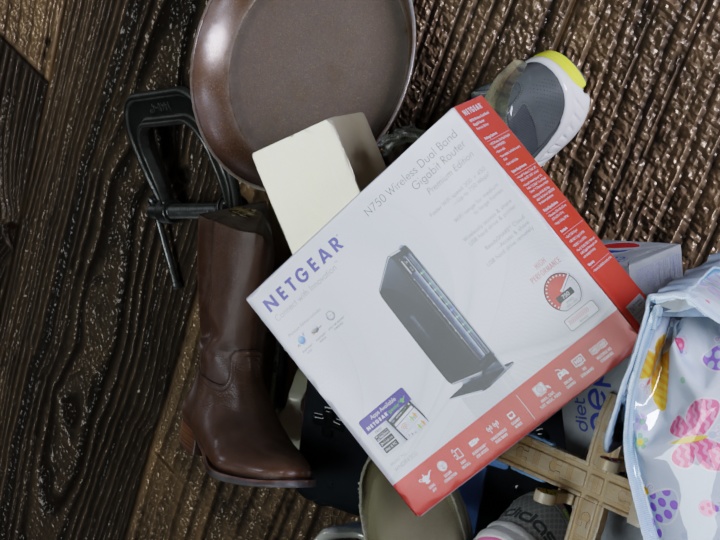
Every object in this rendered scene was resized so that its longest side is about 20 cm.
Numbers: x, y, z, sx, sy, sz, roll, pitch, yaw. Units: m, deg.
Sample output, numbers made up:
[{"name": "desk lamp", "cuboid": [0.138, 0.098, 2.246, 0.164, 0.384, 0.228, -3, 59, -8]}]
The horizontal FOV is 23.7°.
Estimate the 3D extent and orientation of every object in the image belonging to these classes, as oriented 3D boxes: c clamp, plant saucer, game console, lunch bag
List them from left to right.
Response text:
[{"name": "c clamp", "cuboid": [-0.141, -0.072, 1.412, 0.200, 0.027, 0.172, -7, 105, 63]}, {"name": "plant saucer", "cuboid": [-0.038, -0.153, 1.250, 0.199, 0.032, 0.201, -7, 78, 33]}, {"name": "game console", "cuboid": [0.053, 0.121, 1.237, 0.199, 0.031, 0.178, 17, 117, 15]}, {"name": "lunch bag", "cuboid": [0.218, 0.095, 0.991, 0.127, 0.169, 0.201, -14, 93, 25]}]

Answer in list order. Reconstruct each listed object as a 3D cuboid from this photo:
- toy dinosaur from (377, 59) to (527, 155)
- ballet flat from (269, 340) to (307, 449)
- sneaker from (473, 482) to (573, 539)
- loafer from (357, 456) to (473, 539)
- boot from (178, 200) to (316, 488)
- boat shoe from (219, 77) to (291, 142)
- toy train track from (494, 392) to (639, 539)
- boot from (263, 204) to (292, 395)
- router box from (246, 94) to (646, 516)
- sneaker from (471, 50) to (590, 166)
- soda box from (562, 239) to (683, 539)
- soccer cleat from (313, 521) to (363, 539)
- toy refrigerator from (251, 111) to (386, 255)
[{"name": "toy dinosaur", "cuboid": [0.058, -0.054, 1.099, 0.088, 0.047, 0.201, 17, 123, 20]}, {"name": "ballet flat", "cuboid": [-0.037, 0.072, 1.323, 0.074, 0.074, 0.201, 23, 117, 40]}, {"name": "sneaker", "cuboid": [0.137, 0.221, 1.201, 0.074, 0.087, 0.200, 23, 148, 37]}, {"name": "loafer", "cuboid": [0.042, 0.198, 1.166, 0.068, 0.075, 0.201, 69, -174, -57]}, {"name": "boot", "cuboid": [-0.080, 0.051, 1.280, 0.186, 0.064, 0.201, 17, 100, 55]}, {"name": "boat shoe", "cuboid": [-0.045, -0.085, 1.301, 0.200, 0.066, 0.072, 52, 134, 22]}, {"name": "toy train track", "cuboid": [0.113, 0.124, 1.106, 0.200, 0.032, 0.115, 20, 98, 44]}, {"name": "boot", "cuboid": [-0.072, 0.040, 1.369, 0.073, 0.075, 0.201, 26, 120, 41]}, {"name": "router box", "cuboid": [0.054, 0.025, 1.062, 0.200, 0.049, 0.180, -42, 85, 29]}, {"name": "sneaker", "cuboid": [0.075, -0.066, 1.163, 0.075, 0.084, 0.200, 48, 132, 27]}, {"name": "soda box", "cuboid": [0.175, 0.083, 1.124, 0.068, 0.063, 0.201, 3, 106, 44]}, {"name": "soccer cleat", "cuboid": [0.032, 0.255, 1.217, 0.200, 0.086, 0.070, 44, 107, 37]}, {"name": "toy refrigerator", "cuboid": [0.000, 0.000, 1.158, 0.070, 0.076, 0.201, -23, 91, 19]}]
